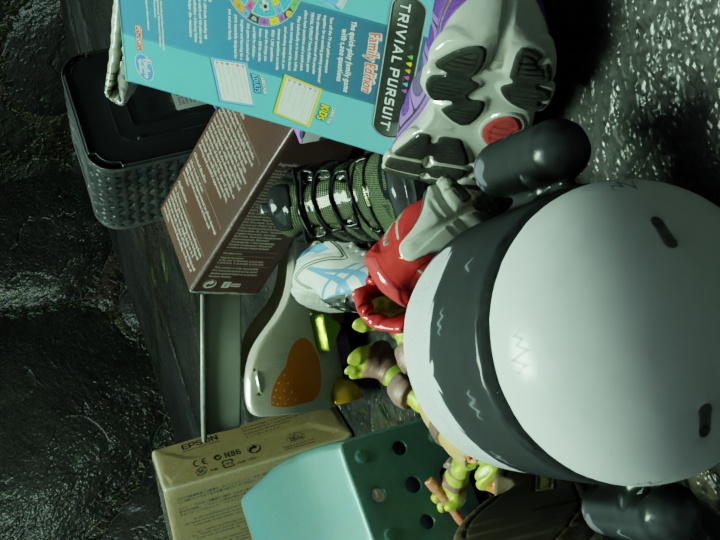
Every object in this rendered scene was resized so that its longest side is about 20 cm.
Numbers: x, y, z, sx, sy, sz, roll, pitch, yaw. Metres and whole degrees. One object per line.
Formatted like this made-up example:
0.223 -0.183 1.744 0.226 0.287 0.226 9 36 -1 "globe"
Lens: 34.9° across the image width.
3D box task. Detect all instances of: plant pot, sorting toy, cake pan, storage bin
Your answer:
0.010 0.198 0.900 0.142 0.141 0.200 69 155 20 "plant pot"
-0.059 0.030 1.065 0.200 0.106 0.181 -168 76 -83 "sorting toy"
-0.131 0.060 1.077 0.200 0.037 0.201 179 90 -83 "cake pan"
-0.160 -0.135 1.051 0.094 0.199 0.136 100 151 -57 "storage bin"

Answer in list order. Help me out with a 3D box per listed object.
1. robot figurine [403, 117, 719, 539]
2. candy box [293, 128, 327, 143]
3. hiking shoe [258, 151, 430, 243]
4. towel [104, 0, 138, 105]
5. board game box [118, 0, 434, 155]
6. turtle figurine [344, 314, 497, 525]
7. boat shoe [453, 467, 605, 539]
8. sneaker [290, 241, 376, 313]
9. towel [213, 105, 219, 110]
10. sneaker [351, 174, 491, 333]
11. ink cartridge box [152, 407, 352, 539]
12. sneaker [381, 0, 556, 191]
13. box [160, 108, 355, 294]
0.093 0.028 0.496 0.150 0.125 0.200 35 166 -9 "robot figurine"
-0.030 -0.218 0.775 0.200 0.071 0.168 99 152 -55 "candy box"
-0.011 -0.044 0.813 0.200 0.100 0.076 180 75 -73 "hiking shoe"
-0.139 -0.241 0.779 0.193 0.034 0.201 -76 0 -52 "towel"
-0.043 -0.152 0.676 0.151 0.199 0.047 100 -172 -55 "board game box"
0.058 0.088 0.755 0.161 0.064 0.200 48 159 29 "turtle figurine"
0.096 0.150 0.582 0.200 0.071 0.077 -20 -80 -71 "boat shoe"
0.000 0.000 0.884 0.200 0.072 0.073 6 82 66 "sneaker"
-0.098 -0.218 0.835 0.200 0.024 0.146 126 142 -74 "towel"
0.034 0.002 0.664 0.077 0.085 0.200 52 178 14 "sneaker"
-0.104 0.244 1.202 0.075 0.199 0.166 -129 29 -55 "ink cartridge box"
0.063 -0.102 0.606 0.200 0.080 0.084 115 163 -68 "sneaker"
-0.087 -0.081 0.951 0.200 0.075 0.100 -54 48 38 "box"
